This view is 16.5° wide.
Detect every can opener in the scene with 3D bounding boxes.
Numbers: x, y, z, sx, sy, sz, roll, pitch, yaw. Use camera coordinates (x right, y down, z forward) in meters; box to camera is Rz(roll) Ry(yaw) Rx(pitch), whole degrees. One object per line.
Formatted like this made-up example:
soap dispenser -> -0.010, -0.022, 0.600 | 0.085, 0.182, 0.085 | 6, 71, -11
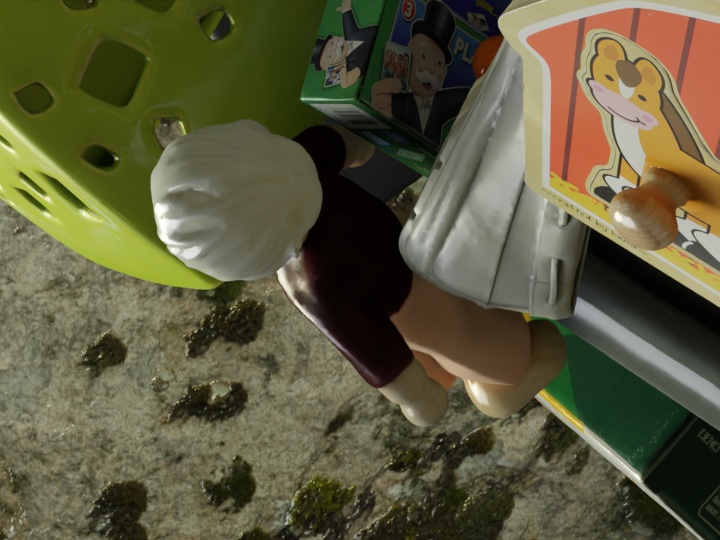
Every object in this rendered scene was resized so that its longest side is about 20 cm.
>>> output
can opener -> 0.138, 0.026, 0.847 | 0.200, 0.053, 0.067 | 32, 144, 36

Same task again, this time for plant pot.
plant pot -> -0.106, -0.127, 0.949 | 0.181, 0.200, 0.199 | 33, 172, -21

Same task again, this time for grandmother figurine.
grandmother figurine -> 0.000, 0.000, 0.858 | 0.200, 0.061, 0.121 | 27, -152, -51

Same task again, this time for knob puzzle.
knob puzzle -> 0.114, -0.011, 0.640 | 0.219, 0.030, 0.220 | 34, 164, 11

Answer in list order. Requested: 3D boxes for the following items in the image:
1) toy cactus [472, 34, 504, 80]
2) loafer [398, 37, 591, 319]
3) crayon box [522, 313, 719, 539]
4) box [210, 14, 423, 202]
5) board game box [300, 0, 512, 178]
toy cactus -> 0.120, -0.073, 0.874 | 0.200, 0.102, 0.165 | 46, -165, 4
loafer -> 0.075, -0.062, 0.771 | 0.070, 0.200, 0.070 | 25, -134, 0
crayon box -> 0.110, 0.052, 1.025 | 0.126, 0.052, 0.200 | 41, 179, -37
box -> 0.024, -0.158, 1.174 | 0.117, 0.196, 0.200 | 51, -173, -30
board game box -> 0.065, -0.088, 0.917 | 0.029, 0.135, 0.200 | 4, 163, 40
